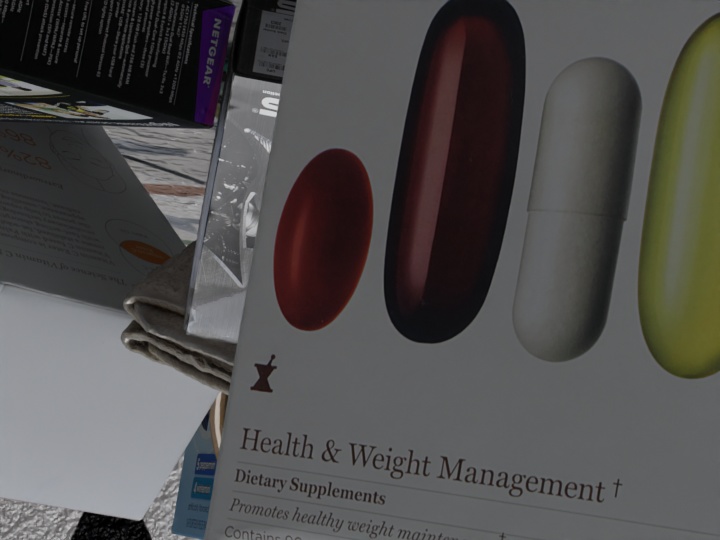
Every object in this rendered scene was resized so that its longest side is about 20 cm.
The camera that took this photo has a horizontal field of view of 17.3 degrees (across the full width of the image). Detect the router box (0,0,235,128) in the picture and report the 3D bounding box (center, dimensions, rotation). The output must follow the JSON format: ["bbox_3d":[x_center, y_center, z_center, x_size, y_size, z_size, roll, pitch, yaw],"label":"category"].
[{"bbox_3d":[-0.167,-0.092,0.866,0.199,0.052,0.149,6,174,44],"label":"router box"}]

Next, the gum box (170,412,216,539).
[{"bbox_3d":[-0.048,0.050,1.282,0.044,0.202,0.170,12,174,-17],"label":"gum box"}]

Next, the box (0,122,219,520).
[{"bbox_3d":[-0.170,0.002,1.073,0.152,0.107,0.200,16,-154,-39],"label":"box"}]

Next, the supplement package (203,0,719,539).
[{"bbox_3d":[0.082,0.005,0.699,0.190,0.202,0.147,5,172,28],"label":"supplement package"}]

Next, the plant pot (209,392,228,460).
[{"bbox_3d":[0.032,0.059,1.150,0.199,0.202,0.093,9,-146,8],"label":"plant pot"}]

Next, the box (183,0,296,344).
[{"bbox_3d":[0.040,-0.021,0.887,0.198,0.049,0.159,11,141,-5],"label":"box"}]

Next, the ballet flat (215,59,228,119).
[{"bbox_3d":[0.021,-0.042,0.959,0.199,0.073,0.072,8,174,11],"label":"ballet flat"}]

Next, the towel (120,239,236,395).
[{"bbox_3d":[0.000,0.000,1.019,0.132,0.035,0.200,21,-145,21],"label":"towel"}]
